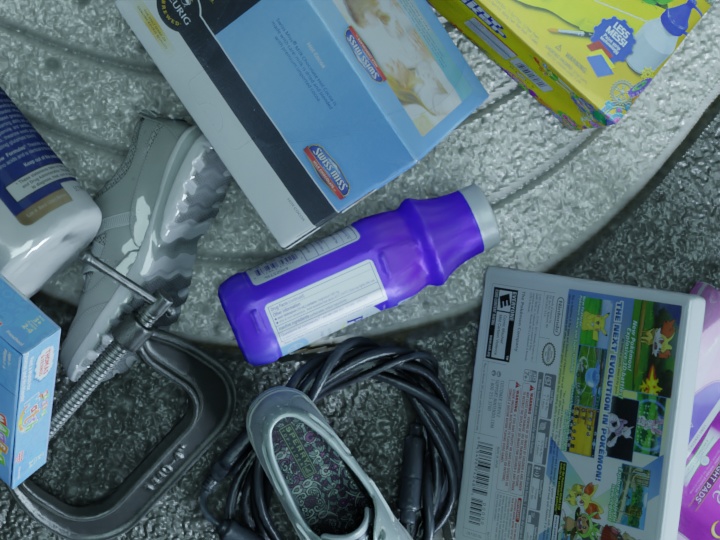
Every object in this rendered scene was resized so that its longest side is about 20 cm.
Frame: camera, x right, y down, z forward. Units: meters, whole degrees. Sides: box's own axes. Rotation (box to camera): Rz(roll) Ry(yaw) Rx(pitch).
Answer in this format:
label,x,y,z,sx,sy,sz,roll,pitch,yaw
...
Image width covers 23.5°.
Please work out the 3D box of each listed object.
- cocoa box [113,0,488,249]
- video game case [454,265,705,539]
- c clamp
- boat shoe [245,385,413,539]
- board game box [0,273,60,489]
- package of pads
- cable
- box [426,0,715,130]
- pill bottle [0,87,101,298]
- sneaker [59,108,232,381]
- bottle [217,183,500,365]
label,x,y,z,sx,sy,sz,roll,pitch,yaw
cocoa box,-0.036,-0.146,1.145,0.131,0.133,0.201,-30,98,35
video game case,0.148,0.107,1.197,0.022,0.181,0.202,5,93,-45
c clamp,-0.176,0.095,1.180,0.170,0.027,0.201,29,106,-33
boat shoe,-0.014,0.172,1.176,0.070,0.072,0.202,-33,102,-2
board game box,-0.275,0.028,1.107,0.200,0.152,0.037,40,53,18
package of pads,0.241,0.123,1.249,0.120,0.076,0.201,35,88,-7
cable,-0.005,0.144,1.230,0.163,0.051,0.200,43,86,-8
box,0.146,-0.236,1.195,0.200,0.122,0.193,39,87,-8
pill bottle,-0.272,-0.076,1.145,0.111,0.111,0.200,-40,84,-4
sneaker,-0.159,-0.017,1.204,0.082,0.075,0.201,30,95,27
bottle,0.000,0.000,1.207,0.198,0.084,0.066,-24,95,-6
